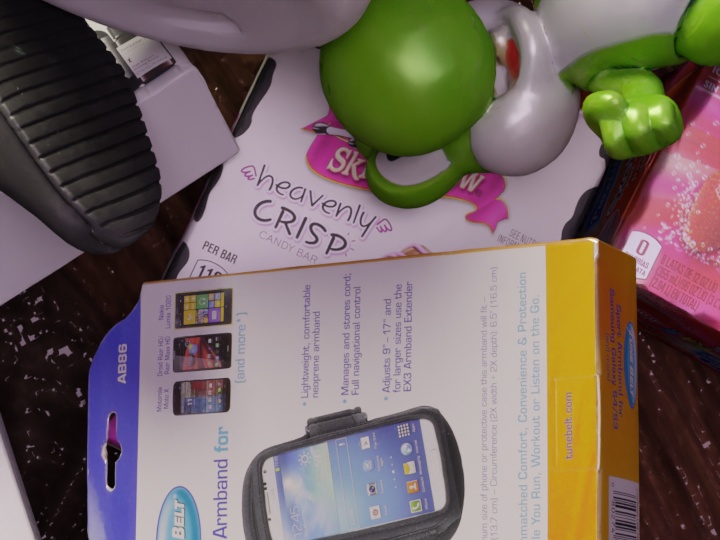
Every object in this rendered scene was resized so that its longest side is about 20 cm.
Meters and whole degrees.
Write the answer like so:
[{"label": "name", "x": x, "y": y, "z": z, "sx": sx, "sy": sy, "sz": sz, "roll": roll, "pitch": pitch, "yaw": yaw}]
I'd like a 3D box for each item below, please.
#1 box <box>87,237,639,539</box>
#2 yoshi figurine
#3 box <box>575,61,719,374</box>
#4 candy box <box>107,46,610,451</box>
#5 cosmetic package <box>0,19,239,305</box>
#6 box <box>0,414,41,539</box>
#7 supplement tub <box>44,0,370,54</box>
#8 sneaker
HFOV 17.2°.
[{"label": "box", "x": -0.003, "y": 0.058, "z": 0.803, "sx": 0.199, "sy": 0.041, "sz": 0.120, "roll": -5, "pitch": 78, "yaw": 30}, {"label": "yoshi figurine", "x": 0.066, "y": -0.089, "z": 0.800, "sx": 0.199, "sy": 0.113, "sz": 0.112, "roll": -34, "pitch": 111, "yaw": 24}, {"label": "box", "x": 0.185, "y": 0.007, "z": 0.905, "sx": 0.199, "sy": 0.100, "sz": 0.096, "roll": 28, "pitch": 84, "yaw": -5}, {"label": "candy box", "x": 0.000, "y": 0.000, "z": 0.901, "sx": 0.136, "sy": 0.061, "sz": 0.201, "roll": 25, "pitch": 84, "yaw": -5}, {"label": "cosmetic package", "x": -0.151, "y": -0.027, "z": 0.864, "sx": 0.199, "sy": 0.083, "sz": 0.051, "roll": -33, "pitch": 135, "yaw": -6}, {"label": "box", "x": -0.179, "y": 0.133, "z": 0.860, "sx": 0.143, "sy": 0.036, "sz": 0.201, "roll": -19, "pitch": 73, "yaw": -8}, {"label": "supplement tub", "x": -0.045, "y": -0.188, "z": 0.780, "sx": 0.144, "sy": 0.145, "sz": 0.201, "roll": 15, "pitch": 76, "yaw": -6}, {"label": "sneaker", "x": -0.150, "y": -0.070, "z": 0.816, "sx": 0.200, "sy": 0.074, "sz": 0.089, "roll": 49, "pitch": 118, "yaw": 11}]
